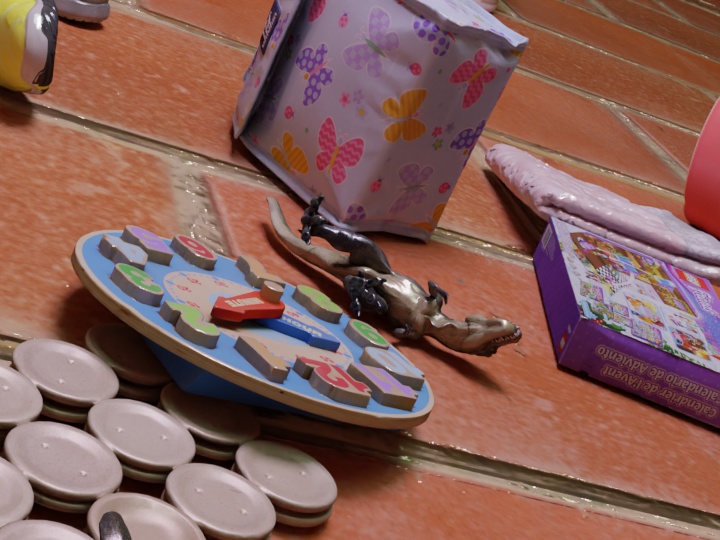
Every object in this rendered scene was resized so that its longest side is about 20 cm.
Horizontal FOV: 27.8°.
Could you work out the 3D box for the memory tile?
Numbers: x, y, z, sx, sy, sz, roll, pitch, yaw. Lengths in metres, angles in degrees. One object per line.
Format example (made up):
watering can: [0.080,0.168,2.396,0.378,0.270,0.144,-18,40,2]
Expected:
memory tile: [-0.109,0.078,0.605,0.153,0.017,0.199,34,22,24]

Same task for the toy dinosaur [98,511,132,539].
toy dinosaur: [-0.073,0.149,0.417,0.102,0.077,0.200,31,13,-17]

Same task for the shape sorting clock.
shape sorting clock: [-0.052,0.025,0.740,0.198,0.040,0.200,27,14,-7]

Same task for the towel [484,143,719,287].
towel: [0.208,-0.049,1.216,0.189,0.033,0.200,20,11,-12]

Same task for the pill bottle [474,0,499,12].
pill bottle: [0.173,-0.475,2.028,0.119,0.202,0.120,21,21,-8]

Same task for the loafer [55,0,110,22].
loafer: [-0.276,-0.278,1.217,0.199,0.070,0.075,33,22,21]

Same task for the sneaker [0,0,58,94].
sneaker: [-0.263,-0.166,0.972,0.076,0.076,0.199,-3,22,-37]

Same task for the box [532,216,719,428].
box: [0.197,0.034,1.026,0.135,0.039,0.200,21,20,-6]

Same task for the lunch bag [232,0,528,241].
lunch bag: [-0.008,-0.143,1.043,0.126,0.171,0.200,6,30,-46]

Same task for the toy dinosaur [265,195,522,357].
toy dinosaur: [0.000,0.000,0.873,0.199,0.048,0.088,33,-1,23]

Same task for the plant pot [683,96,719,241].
plant pot: [0.413,-0.085,1.375,0.176,0.203,0.200,23,18,25]
